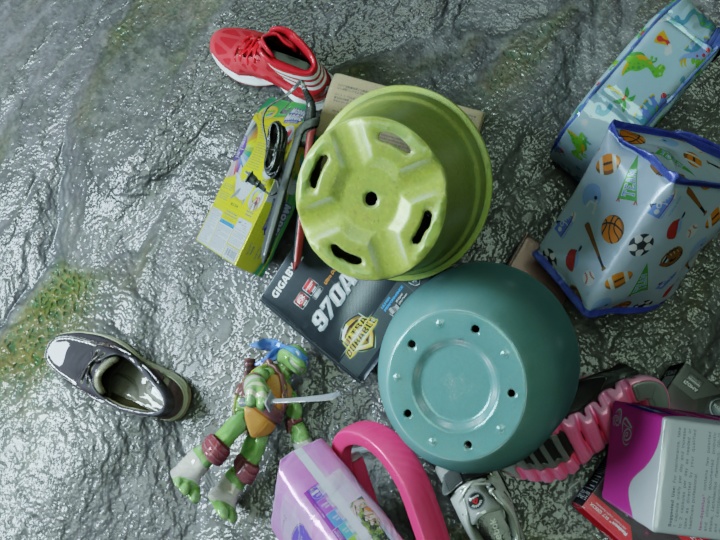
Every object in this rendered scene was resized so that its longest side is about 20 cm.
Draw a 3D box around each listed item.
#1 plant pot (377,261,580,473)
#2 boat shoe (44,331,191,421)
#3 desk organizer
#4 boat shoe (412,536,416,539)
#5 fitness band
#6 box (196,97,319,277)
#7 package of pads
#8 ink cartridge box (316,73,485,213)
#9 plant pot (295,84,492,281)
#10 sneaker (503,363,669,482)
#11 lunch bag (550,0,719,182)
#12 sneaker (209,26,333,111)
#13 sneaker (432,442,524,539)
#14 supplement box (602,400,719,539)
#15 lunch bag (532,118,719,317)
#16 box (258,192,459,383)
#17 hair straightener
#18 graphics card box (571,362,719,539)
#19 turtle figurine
[{"bbox_3d":[0.105,0.095,0.637,0.195,0.160,0.207,0,91,19],"label":"plant pot"},{"bbox_3d":[-0.298,0.123,0.809,0.196,0.065,0.073,24,82,11],"label":"boat shoe"},{"bbox_3d":[0.168,0.068,0.774,0.076,0.072,0.203,31,82,9],"label":"desk organizer"},{"bbox_3d":[0.126,0.359,0.710,0.198,0.070,0.071,36,95,21],"label":"boat shoe"},{"bbox_3d":[0.034,0.249,0.688,0.037,0.142,0.205,-24,98,-33],"label":"fitness band"},{"bbox_3d":[-0.117,-0.106,0.811,0.116,0.048,0.204,26,92,49],"label":"box"},{"bbox_3d":[-0.012,0.283,0.674,0.075,0.123,0.200,-24,52,-31],"label":"package of pads"},{"bbox_3d":[0.038,-0.130,0.829,0.195,0.075,0.169,17,81,9],"label":"ink cartridge box"},{"bbox_3d":[0.024,-0.073,0.631,0.194,0.184,0.207,2,102,12],"label":"plant pot"},{"bbox_3d":[0.231,0.160,0.743,0.195,0.096,0.081,-23,108,5],"label":"sneaker"},{"bbox_3d":[0.312,-0.196,0.775,0.082,0.161,0.200,42,86,8],"label":"lunch bag"},{"bbox_3d":[-0.122,-0.284,0.853,0.196,0.116,0.080,24,80,17],"label":"sneaker"},{"bbox_3d":[0.126,0.232,0.733,0.073,0.089,0.203,-29,75,0],"label":"sneaker"},{"bbox_3d":[0.348,0.195,0.646,0.194,0.101,0.107,8,88,-7],"label":"supplement box"},{"bbox_3d":[0.306,-0.052,0.706,0.195,0.173,0.125,0,42,-30],"label":"lunch bag"},{"bbox_3d":[0.000,0.000,0.770,0.158,0.046,0.202,38,107,4],"label":"box"},{"bbox_3d":[-0.089,-0.107,0.734,0.075,0.041,0.206,8,91,-7],"label":"hair straightener"},{"bbox_3d":[0.340,0.219,0.733,0.125,0.051,0.201,39,83,12],"label":"graphics card box"},{"bbox_3d":[-0.098,0.186,0.735,0.199,0.144,0.195,38,82,16],"label":"turtle figurine"}]
